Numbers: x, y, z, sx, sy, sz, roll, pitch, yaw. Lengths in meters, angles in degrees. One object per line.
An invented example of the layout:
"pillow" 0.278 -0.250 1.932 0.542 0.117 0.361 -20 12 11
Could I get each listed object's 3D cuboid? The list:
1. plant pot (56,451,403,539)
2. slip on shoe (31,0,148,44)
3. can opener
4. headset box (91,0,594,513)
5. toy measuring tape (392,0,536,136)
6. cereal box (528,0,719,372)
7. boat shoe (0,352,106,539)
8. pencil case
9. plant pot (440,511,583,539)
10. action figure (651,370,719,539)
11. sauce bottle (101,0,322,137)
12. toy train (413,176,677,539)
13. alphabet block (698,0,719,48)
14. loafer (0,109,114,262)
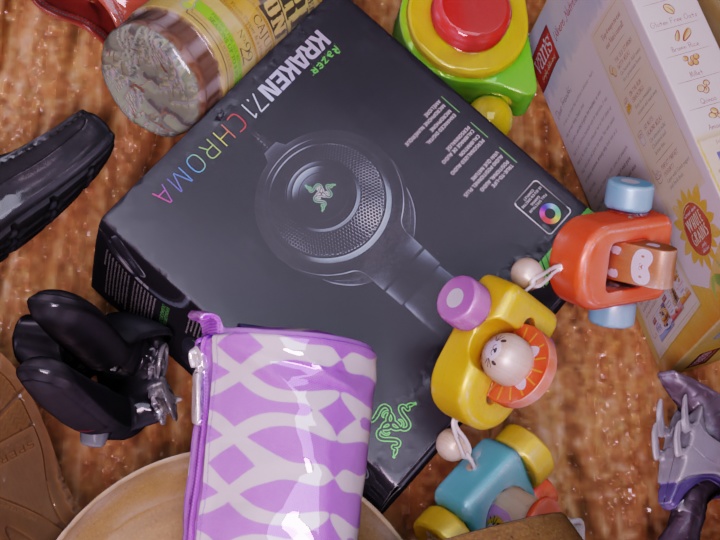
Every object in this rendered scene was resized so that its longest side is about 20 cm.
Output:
"plant pot" -0.058 0.181 0.894 0.198 0.027 0.202 4 77 -18
"slip on shoe" -0.175 -0.174 1.028 0.199 0.074 0.061 35 70 -1
"can opener" -0.122 0.046 0.887 0.078 0.200 0.064 -2 85 -1
"headset box" 0.000 0.000 0.979 0.200 0.093 0.174 42 69 6
"toy measuring tape" 0.046 -0.159 1.061 0.073 0.074 0.202 -4 70 -11
"cereal box" 0.148 -0.063 1.001 0.039 0.144 0.202 -16 74 -15
"boat shoe" -0.161 0.131 0.916 0.072 0.072 0.202 -26 97 -32
"pencil case" -0.044 0.117 0.849 0.085 0.084 0.202 12 76 -29
"plant pot" 0.065 0.208 0.821 0.185 0.186 0.202 -13 80 -14
"action figure" 0.151 0.150 0.935 0.069 0.129 0.201 42 60 -38
"sauce bottle" -0.048 -0.142 1.018 0.065 0.065 0.200 39 50 6
"toy train" 0.096 0.061 0.921 0.149 0.055 0.202 -2 106 -43
"alphabet block" 0.278 -0.141 1.026 0.195 0.197 0.200 -36 79 -22
"loafer" -0.209 -0.025 0.964 0.200 0.068 0.071 -35 87 -16
